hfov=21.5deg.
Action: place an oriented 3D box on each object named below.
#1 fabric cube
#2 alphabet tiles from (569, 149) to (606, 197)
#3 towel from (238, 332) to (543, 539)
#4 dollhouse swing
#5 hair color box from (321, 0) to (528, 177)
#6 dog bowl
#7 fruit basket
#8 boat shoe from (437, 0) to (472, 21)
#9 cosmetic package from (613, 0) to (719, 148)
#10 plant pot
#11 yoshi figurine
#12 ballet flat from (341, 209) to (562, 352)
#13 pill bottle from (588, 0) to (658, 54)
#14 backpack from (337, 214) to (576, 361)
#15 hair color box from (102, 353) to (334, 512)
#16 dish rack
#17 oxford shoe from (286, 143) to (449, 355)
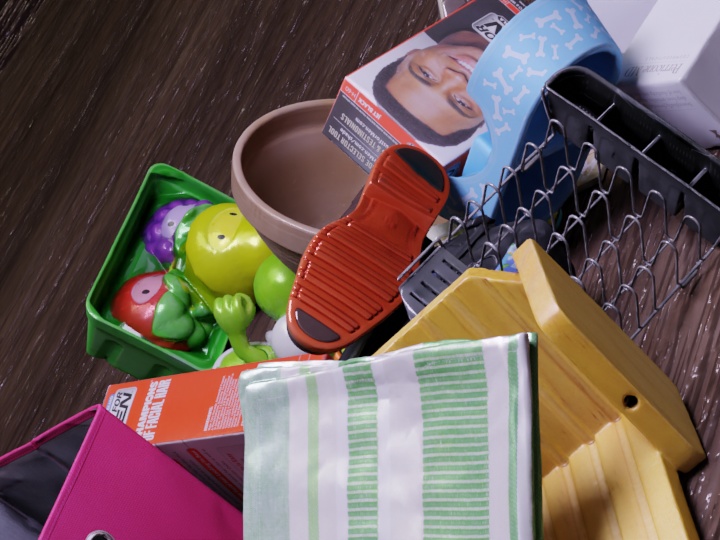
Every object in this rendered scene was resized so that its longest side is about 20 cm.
[{"bbox_3d":[-0.193,0.251,1.338,0.199,0.199,0.197,-28,30,45],"label":"fabric cube"},{"bbox_3d":[0.137,-0.096,1.490,0.199,0.008,0.168,-27,32,45],"label":"alphabet tiles"},{"bbox_3d":[0.013,0.117,1.070,0.198,0.023,0.154,-10,74,33],"label":"towel"},{"bbox_3d":[0.074,0.131,1.059,0.200,0.182,0.176,-42,11,21],"label":"dollhouse swing"},{"bbox_3d":[0.075,-0.128,1.400,0.200,0.101,0.061,-36,-18,-41],"label":"hair color box"},{"bbox_3d":[0.117,-0.096,1.297,0.111,0.050,0.201,-25,-33,-35],"label":"dog bowl"},{"bbox_3d":[-0.152,-0.007,1.764,0.217,0.154,0.216,-61,9,16],"label":"fruit basket"},{"bbox_3d":[0.092,-0.188,1.538,0.073,0.074,0.202,116,157,-69],"label":"boat shoe"},{"bbox_3d":[0.261,-0.184,1.292,0.201,0.074,0.101,-55,21,-13],"label":"cosmetic package"},{"bbox_3d":[-0.005,-0.045,1.498,0.202,0.198,0.093,-84,0,-54],"label":"plant pot"},{"bbox_3d":[-0.084,0.058,1.557,0.200,0.112,0.113,-40,17,19],"label":"yoshi figurine"},{"bbox_3d":[0.060,0.006,1.398,0.200,0.067,0.067,-45,24,15],"label":"ballet flat"},{"bbox_3d":[0.187,-0.224,1.427,0.112,0.111,0.200,-47,17,11],"label":"pill bottle"},{"bbox_3d":[0.046,0.078,1.237,0.162,0.155,0.200,-19,16,45],"label":"backpack"},{"bbox_3d":[-0.082,0.122,1.354,0.198,0.111,0.064,-11,50,32],"label":"hair color box"},{"bbox_3d":[0.126,-0.014,1.173,0.200,0.153,0.055,-45,-24,-19],"label":"dish rack"},{"bbox_3d":[0.000,0.000,1.243,0.073,0.071,0.200,-56,-2,43],"label":"oxford shoe"}]
